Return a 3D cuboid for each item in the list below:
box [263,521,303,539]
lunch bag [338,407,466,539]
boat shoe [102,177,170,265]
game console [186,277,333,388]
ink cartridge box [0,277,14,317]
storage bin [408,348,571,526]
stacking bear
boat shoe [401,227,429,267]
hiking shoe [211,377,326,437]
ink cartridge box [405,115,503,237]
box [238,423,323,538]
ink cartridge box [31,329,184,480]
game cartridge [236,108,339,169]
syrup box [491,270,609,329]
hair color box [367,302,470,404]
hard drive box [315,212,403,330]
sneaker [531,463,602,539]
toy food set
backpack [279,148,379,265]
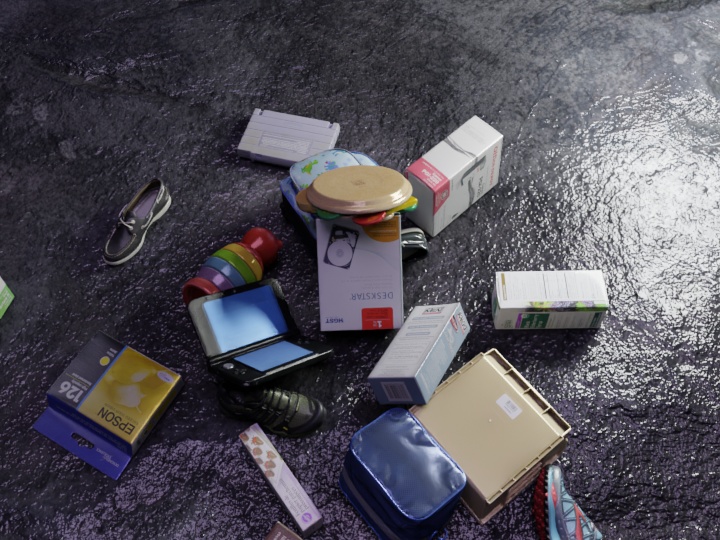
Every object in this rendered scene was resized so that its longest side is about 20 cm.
[{"bbox_3d":[-0.086,0.503,1.156,0.198,0.166,0.166,32,62,21],"label":"box"},{"bbox_3d":[0.067,0.341,1.280,0.134,0.134,0.200,-24,56,-32],"label":"lunch bag"},{"bbox_3d":[-0.451,-0.101,1.630,0.073,0.061,0.201,26,61,17],"label":"boat shoe"},{"bbox_3d":[-0.170,0.102,1.404,0.198,0.119,0.174,-17,21,-40],"label":"game console"},{"bbox_3d":[-0.748,0.007,1.486,0.143,0.202,0.085,16,58,12],"label":"ink cartridge box"},{"bbox_3d":[0.209,0.266,1.345,0.197,0.094,0.200,-34,61,-19],"label":"storage bin"},{"bbox_3d":[-0.229,0.000,1.531,0.120,0.115,0.201,24,54,24],"label":"stacking bear"},{"bbox_3d":[0.042,-0.022,1.552,0.195,0.076,0.067,-13,44,-18],"label":"boat shoe"},{"bbox_3d":[-0.156,0.227,1.377,0.195,0.101,0.077,8,63,9],"label":"hiking shoe"},{"bbox_3d":[0.184,-0.186,1.609,0.199,0.147,0.084,-41,62,-21],"label":"ink cartridge box"},{"bbox_3d":[-0.132,0.343,1.339,0.038,0.042,0.200,-32,60,-18],"label":"box"},{"bbox_3d":[-0.443,0.228,1.425,0.195,0.047,0.201,25,58,16],"label":"ink cartridge box"},{"bbox_3d":[-0.155,-0.278,1.753,0.196,0.039,0.132,12,62,10],"label":"game cartridge"},{"bbox_3d":[0.342,0.054,1.487,0.195,0.079,0.083,-2,56,1],"label":"syrup box"},{"bbox_3d":[0.103,0.141,1.396,0.098,0.061,0.201,-7,31,37],"label":"hair color box"},{"bbox_3d":[0.000,0.000,1.471,0.152,0.077,0.205,-3,99,1],"label":"hard drive box"},{"bbox_3d":[0.325,0.405,1.270,0.093,0.080,0.204,0,64,-9],"label":"sneaker"},{"bbox_3d":[-0.003,-0.133,1.439,0.197,0.050,0.197,-20,33,-31],"label":"toy food set"},{"bbox_3d":[-0.040,-0.142,1.591,0.197,0.148,0.184,-27,62,-19],"label":"backpack"}]
